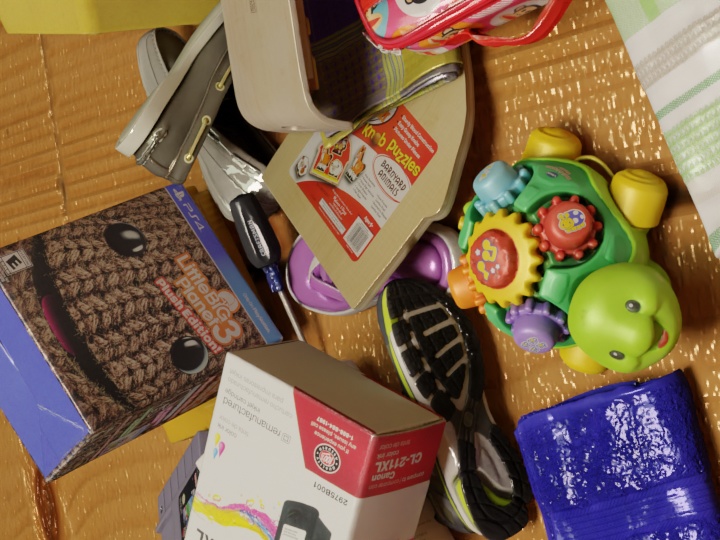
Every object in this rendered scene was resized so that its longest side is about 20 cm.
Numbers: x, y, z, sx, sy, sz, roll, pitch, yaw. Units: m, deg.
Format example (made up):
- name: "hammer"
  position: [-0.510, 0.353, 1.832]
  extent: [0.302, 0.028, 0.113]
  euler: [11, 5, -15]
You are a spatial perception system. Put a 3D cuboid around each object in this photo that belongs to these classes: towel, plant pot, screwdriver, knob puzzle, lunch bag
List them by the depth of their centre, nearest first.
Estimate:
- name: "towel"
  position: [0.230, -0.122, 0.935]
  extent: [0.149, 0.031, 0.200]
  euler: [-37, 68, 43]
- name: "towel"
  position: [0.176, 0.177, 1.020]
  extent: [0.148, 0.050, 0.200]
  euler: [-27, 75, 47]
- name: "lunch bag"
  position: [0.081, -0.230, 1.029]
  extent: [0.200, 0.082, 0.176]
  euler: [-25, 74, 34]
- name: "towel"
  position: [0.005, -0.204, 1.151]
  extent: [0.144, 0.023, 0.200]
  euler: [-25, 68, 40]
- name: "knob puzzle"
  position: [0.022, -0.096, 1.151]
  extent: [0.220, 0.030, 0.220]
  euler: [-20, 61, 42]
- name: "screwdriver"
  position: [-0.061, 0.032, 1.247]
  extent: [0.028, 0.029, 0.200]
  euler: [-11, 99, 62]
- name: "plant pot"
  position: [-0.213, -0.288, 1.286]
  extent: [0.200, 0.200, 0.176]
  euler: [10, 108, 47]

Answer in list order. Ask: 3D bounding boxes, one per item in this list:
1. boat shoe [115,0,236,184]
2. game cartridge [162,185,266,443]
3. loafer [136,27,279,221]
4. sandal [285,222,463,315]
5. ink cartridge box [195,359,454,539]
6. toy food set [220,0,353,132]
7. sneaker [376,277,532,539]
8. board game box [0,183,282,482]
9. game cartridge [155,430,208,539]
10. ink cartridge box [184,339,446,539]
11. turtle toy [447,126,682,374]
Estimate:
- name: "boat shoe"
  position: [-0.120, -0.154, 1.232]
  extent: [0.060, 0.202, 0.072]
  euler: [37, 149, -12]
- name: "game cartridge"
  position: [-0.151, 0.041, 1.341]
  extent: [0.176, 0.032, 0.200]
  euler: [-24, 93, 47]
- name: "loafer"
  position: [-0.120, -0.131, 1.295]
  extent: [0.070, 0.070, 0.200]
  euler: [-47, 69, 35]
- name: "sandal"
  position: [-0.001, -0.008, 1.189]
  extent: [0.203, 0.050, 0.083]
  euler: [-8, 89, 48]
- name: "ink cartridge box"
  position: [-0.025, 0.192, 1.207]
  extent: [0.145, 0.087, 0.200]
  euler: [-45, 65, 41]
- name: "toy food set"
  position: [-0.052, -0.199, 1.139]
  extent: [0.143, 0.060, 0.200]
  euler: [-169, 68, -66]
- name: "sneaker"
  position: [0.051, 0.103, 1.123]
  extent: [0.081, 0.074, 0.200]
  euler: [-23, 84, 53]
- name: "board game box"
  position: [-0.193, 0.044, 1.218]
  extent: [0.159, 0.200, 0.097]
  euler: [56, 136, 8]
- name: "game cartridge"
  position: [-0.140, 0.252, 1.327]
  extent: [0.130, 0.038, 0.200]
  euler: [117, 151, -48]
- name: "ink cartridge box"
  position: [-0.040, 0.171, 1.098]
  extent: [0.146, 0.083, 0.200]
  euler: [25, 110, 35]
- name: "turtle toy"
  position: [0.132, -0.002, 1.005]
  extent: [0.200, 0.101, 0.146]
  euler: [33, 118, 40]
